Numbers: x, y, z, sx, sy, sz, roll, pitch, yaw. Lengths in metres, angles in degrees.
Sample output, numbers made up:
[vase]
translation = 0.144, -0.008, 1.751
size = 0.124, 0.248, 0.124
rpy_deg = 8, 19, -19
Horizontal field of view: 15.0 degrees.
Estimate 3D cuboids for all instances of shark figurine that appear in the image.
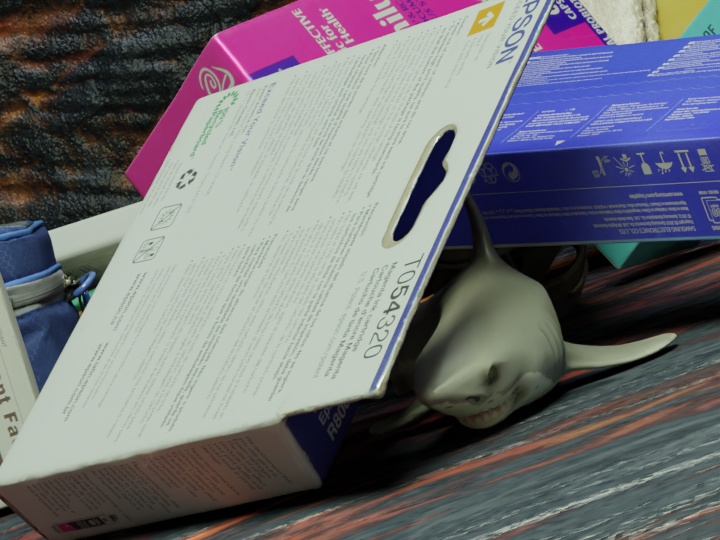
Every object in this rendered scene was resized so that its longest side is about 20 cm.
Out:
[shark figurine]
translation = 0.026, 0.009, 1.011
size = 0.127, 0.090, 0.214
rpy_deg = -18, 5, -25

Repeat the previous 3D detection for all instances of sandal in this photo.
[sandal]
translation = 0.072, -0.001, 1.191
size = 0.079, 0.058, 0.201
rpy_deg = -29, -11, -1

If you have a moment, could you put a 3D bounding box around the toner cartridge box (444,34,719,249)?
[toner cartridge box]
translation = 0.106, -0.050, 1.046
size = 0.199, 0.043, 0.095
rpy_deg = -1, 28, 48

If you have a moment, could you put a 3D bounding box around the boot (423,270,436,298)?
[boot]
translation = 0.000, 0.000, 1.262
size = 0.144, 0.073, 0.200
rpy_deg = -26, 0, 3

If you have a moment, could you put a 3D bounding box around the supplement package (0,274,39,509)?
[supplement package]
translation = -0.238, 0.068, 1.181
size = 0.199, 0.114, 0.110
rpy_deg = -17, 4, -7

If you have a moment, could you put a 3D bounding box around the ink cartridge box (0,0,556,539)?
[ink cartridge box]
translation = -0.020, -0.002, 0.969
size = 0.199, 0.043, 0.197
rpy_deg = -14, 39, 43

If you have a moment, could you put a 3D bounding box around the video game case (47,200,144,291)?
[video game case]
translation = -0.091, 0.002, 1.538
size = 0.199, 0.023, 0.182
rpy_deg = -17, -25, 25

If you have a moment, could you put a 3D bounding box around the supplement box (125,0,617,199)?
[supplement box]
translation = 0.012, -0.063, 1.191
size = 0.200, 0.101, 0.103
rpy_deg = -28, -17, -42

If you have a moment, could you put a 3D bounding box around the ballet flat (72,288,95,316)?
[ballet flat]
translation = -0.077, 0.016, 1.462
size = 0.199, 0.071, 0.068
rpy_deg = -19, 40, 21

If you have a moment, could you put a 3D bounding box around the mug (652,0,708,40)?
[mug]
translation = 0.166, -0.093, 1.462
size = 0.153, 0.150, 0.186
rpy_deg = -25, -7, 28

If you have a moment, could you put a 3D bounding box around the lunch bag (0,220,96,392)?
[lunch bag]
translation = -0.217, 0.043, 1.311
size = 0.199, 0.133, 0.136
rpy_deg = -19, 4, -1

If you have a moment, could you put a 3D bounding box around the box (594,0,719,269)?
[box]
translation = 0.178, -0.091, 1.245
size = 0.082, 0.049, 0.200
rpy_deg = -15, -32, -55

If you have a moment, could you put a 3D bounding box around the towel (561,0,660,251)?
[towel]
translation = 0.102, -0.094, 1.424
size = 0.034, 0.201, 0.132
rpy_deg = 30, -50, -34
